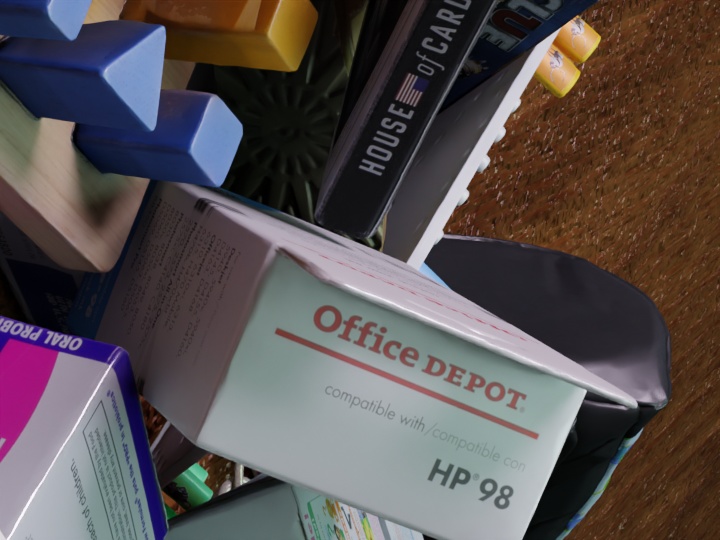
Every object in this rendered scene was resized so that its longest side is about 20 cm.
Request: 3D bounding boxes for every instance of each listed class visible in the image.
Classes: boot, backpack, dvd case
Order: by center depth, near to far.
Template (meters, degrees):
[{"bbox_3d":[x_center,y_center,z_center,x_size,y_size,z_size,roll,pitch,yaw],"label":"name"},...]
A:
[{"bbox_3d":[0.035,-0.128,0.967,0.150,0.025,0.200,118,-11,-46],"label":"dvd case"},{"bbox_3d":[-0.001,-0.095,1.107,0.200,0.066,0.176,-61,154,-60],"label":"boot"},{"bbox_3d":[0.051,0.064,1.375,0.200,0.163,0.154,100,0,-47],"label":"backpack"}]

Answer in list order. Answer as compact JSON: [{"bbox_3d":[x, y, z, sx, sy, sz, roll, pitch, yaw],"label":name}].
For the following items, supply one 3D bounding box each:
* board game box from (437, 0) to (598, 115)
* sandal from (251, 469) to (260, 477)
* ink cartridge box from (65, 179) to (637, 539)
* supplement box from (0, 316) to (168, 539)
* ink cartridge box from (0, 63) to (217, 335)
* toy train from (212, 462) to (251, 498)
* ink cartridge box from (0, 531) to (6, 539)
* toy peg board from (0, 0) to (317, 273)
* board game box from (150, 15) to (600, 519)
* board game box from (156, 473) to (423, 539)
[{"bbox_3d":[0.050,-0.135,1.198,0.200,0.035,0.136,-32,-146,58],"label":"board game box"},{"bbox_3d":[-0.010,0.078,1.268,0.203,0.082,0.050,109,5,-59],"label":"sandal"},{"bbox_3d":[-0.009,0.029,0.928,0.067,0.116,0.200,-66,-158,3],"label":"ink cartridge box"},{"bbox_3d":[-0.149,0.113,0.881,0.104,0.101,0.200,82,28,-50],"label":"supplement box"},{"bbox_3d":[-0.078,-0.091,1.033,0.200,0.040,0.200,73,35,-59],"label":"ink cartridge box"},{"bbox_3d":[-0.039,0.151,1.309,0.116,0.084,0.201,-71,161,-77],"label":"toy train"},{"bbox_3d":[-0.163,0.084,0.755,0.145,0.048,0.200,-36,98,-41],"label":"ink cartridge box"},{"bbox_3d":[-0.062,-0.127,0.877,0.200,0.098,0.200,48,56,-52],"label":"toy peg board"},{"bbox_3d":[0.000,0.000,1.176,0.200,0.026,0.200,-38,-165,46],"label":"board game box"},{"bbox_3d":[-0.011,0.143,1.056,0.200,0.064,0.148,-7,79,-81],"label":"board game box"}]
